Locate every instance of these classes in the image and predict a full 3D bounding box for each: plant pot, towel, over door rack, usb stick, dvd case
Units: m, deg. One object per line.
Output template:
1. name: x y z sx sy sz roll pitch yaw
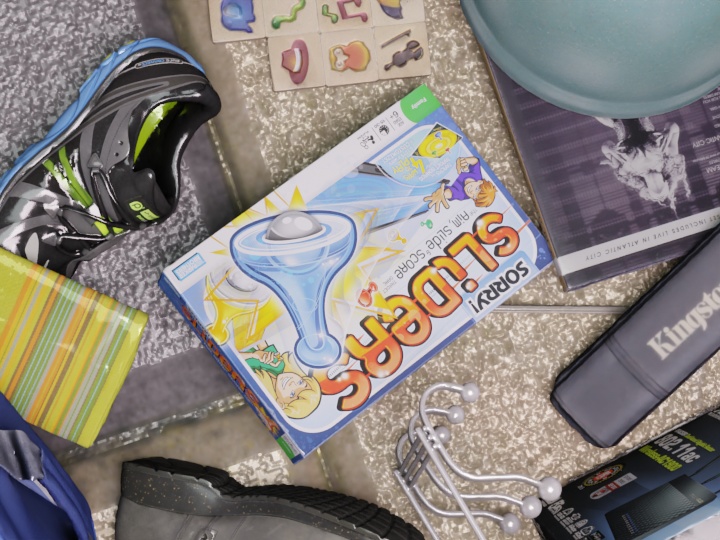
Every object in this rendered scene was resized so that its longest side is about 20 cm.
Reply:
1. plant pot: 0.158 -0.203 0.950 0.199 0.134 0.201 1 78 -3
2. towel: -0.226 0.022 0.952 0.199 0.018 0.086 26 97 -4
3. over door rack: 0.081 0.168 0.935 0.066 0.148 0.201 -18 75 -8
4. usb stick: 0.194 0.027 0.981 0.200 0.033 0.055 -46 76 21
5. dvd case: 0.160 -0.102 1.005 0.148 0.016 0.201 -17 80 -7

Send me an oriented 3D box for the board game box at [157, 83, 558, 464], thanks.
1. board game box: 0.000 0.000 0.980 0.200 0.034 0.136 -37 87 -18

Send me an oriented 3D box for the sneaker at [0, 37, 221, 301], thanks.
1. sneaker: -0.156 -0.045 0.976 0.083 0.071 0.200 34 86 31

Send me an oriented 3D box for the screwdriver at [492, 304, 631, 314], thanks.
1. screwdriver: 0.072 0.027 1.020 0.199 0.028 0.029 5 106 -8

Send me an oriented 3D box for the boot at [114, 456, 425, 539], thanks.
1. boot: -0.063 0.191 0.981 0.199 0.068 0.131 10 92 18

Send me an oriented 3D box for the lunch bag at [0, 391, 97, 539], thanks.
1. lunch bag: -0.219 0.144 0.912 0.132 0.200 0.136 -23 48 1

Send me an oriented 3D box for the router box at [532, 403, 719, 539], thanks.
1. router box: 0.186 0.142 0.930 0.149 0.200 0.062 -26 95 -3

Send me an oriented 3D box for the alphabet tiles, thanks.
1. alphabet tiles: -0.016 -0.214 1.025 0.166 0.008 0.201 -6 90 -3
